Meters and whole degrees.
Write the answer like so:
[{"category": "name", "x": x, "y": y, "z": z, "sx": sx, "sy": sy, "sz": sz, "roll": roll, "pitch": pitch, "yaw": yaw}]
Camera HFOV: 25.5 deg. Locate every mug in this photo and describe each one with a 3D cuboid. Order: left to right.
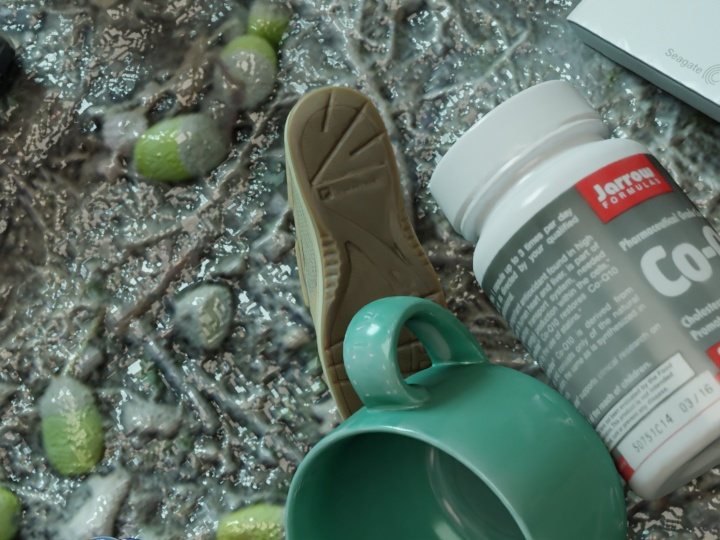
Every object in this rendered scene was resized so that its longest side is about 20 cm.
[{"category": "mug", "x": 0.058, "y": 0.110, "z": 0.782, "sx": 0.152, "sy": 0.114, "sz": 0.185, "roll": 29, "pitch": 124, "yaw": 23}]

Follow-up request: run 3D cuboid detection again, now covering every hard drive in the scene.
[{"category": "hard drive", "x": 0.222, "y": -0.180, "z": 0.861, "sx": 0.200, "sy": 0.027, "sz": 0.132, "roll": -49, "pitch": 49, "yaw": -1}]

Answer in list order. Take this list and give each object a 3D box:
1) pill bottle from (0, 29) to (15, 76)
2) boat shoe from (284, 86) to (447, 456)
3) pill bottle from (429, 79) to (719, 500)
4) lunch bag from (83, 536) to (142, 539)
[{"category": "pill bottle", "x": -0.293, "y": -0.076, "z": 0.901, "sx": 0.106, "sy": 0.106, "sz": 0.200, "roll": 33, "pitch": 85, "yaw": 13}, {"category": "boat shoe", "x": 0.000, "y": 0.000, "z": 0.867, "sx": 0.072, "sy": 0.065, "sz": 0.201, "roll": -15, "pitch": 95, "yaw": -9}, {"category": "pill bottle", "x": 0.130, "y": 0.006, "z": 0.817, "sx": 0.114, "sy": 0.114, "sz": 0.200, "roll": -36, "pitch": 71, "yaw": 0}, {"category": "lunch bag", "x": -0.163, "y": 0.246, "z": 0.834, "sx": 0.200, "sy": 0.076, "sz": 0.160, "roll": -34, "pitch": 79, "yaw": -1}]
